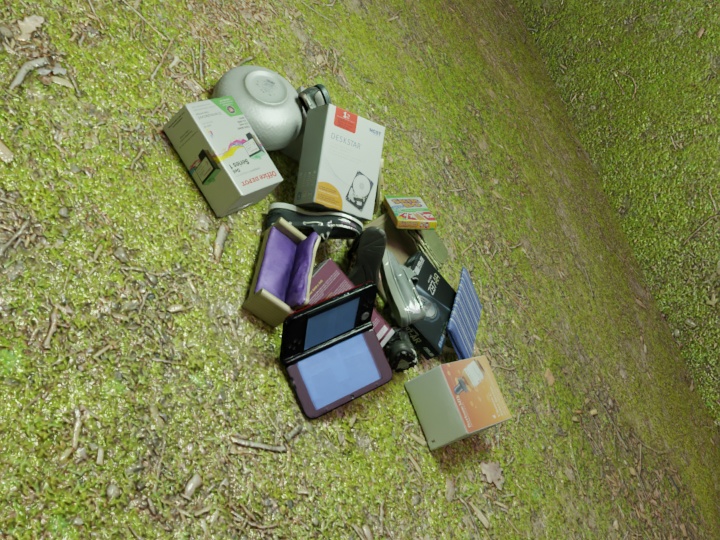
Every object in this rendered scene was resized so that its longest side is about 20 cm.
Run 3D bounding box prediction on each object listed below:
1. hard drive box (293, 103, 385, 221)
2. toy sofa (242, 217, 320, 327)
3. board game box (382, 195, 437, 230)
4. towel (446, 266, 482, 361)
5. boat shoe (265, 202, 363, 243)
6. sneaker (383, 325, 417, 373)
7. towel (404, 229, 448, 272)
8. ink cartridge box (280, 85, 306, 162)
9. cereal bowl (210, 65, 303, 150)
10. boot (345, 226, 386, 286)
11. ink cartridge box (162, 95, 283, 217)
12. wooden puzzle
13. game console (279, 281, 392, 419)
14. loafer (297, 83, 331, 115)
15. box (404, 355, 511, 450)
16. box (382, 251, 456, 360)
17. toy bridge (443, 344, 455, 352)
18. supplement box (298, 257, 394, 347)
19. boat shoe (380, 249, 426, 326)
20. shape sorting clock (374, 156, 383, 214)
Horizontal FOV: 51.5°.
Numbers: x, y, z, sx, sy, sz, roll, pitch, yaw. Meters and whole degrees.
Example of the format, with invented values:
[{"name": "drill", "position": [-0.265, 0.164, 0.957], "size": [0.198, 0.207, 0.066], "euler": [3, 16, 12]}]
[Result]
[{"name": "hard drive box", "position": [-0.042, -0.215, 1.527], "size": [0.154, 0.076, 0.203], "euler": [13, 81, -38]}, {"name": "toy sofa", "position": [-0.145, -0.005, 1.397], "size": [0.082, 0.097, 0.202], "euler": [36, 40, -27]}, {"name": "board game box", "position": [0.115, -0.143, 1.789], "size": [0.094, 0.030, 0.200], "euler": [2, 21, -10]}, {"name": "towel", "position": [0.243, 0.112, 1.760], "size": [0.146, 0.024, 0.201], "euler": [63, 33, -36]}, {"name": "boat shoe", "position": [-0.094, -0.082, 1.501], "size": [0.197, 0.076, 0.061], "euler": [7, 59, -3]}, {"name": "sneaker", "position": [0.072, 0.153, 1.514], "size": [0.200, 0.066, 0.092], "euler": [60, 8, -76]}, {"name": "towel", "position": [0.163, -0.072, 1.853], "size": [0.149, 0.036, 0.200], "euler": [56, 17, -4]}, {"name": "ink cartridge box", "position": [-0.087, -0.305, 1.719], "size": [0.199, 0.085, 0.148], "euler": [26, 47, -40]}, {"name": "cereal bowl", "position": [-0.207, -0.352, 1.552], "size": [0.197, 0.083, 0.202], "euler": [13, 53, -19]}, {"name": "boot", "position": [0.000, 0.000, 1.572], "size": [0.072, 0.203, 0.151], "euler": [14, 6, -6]}, {"name": "ink cartridge box", "position": [-0.260, -0.221, 1.434], "size": [0.201, 0.084, 0.145], "euler": [58, 34, 0]}, {"name": "wooden puzzle", "position": [0.067, -0.030, 1.746], "size": [0.186, 0.037, 0.200], "euler": [57, 38, -1]}, {"name": "game console", "position": [-0.034, 0.141, 1.347], "size": [0.198, 0.174, 0.119], "euler": [-22, 53, -29]}, {"name": "loafer", "position": [-0.084, -0.290, 1.591], "size": [0.062, 0.072, 0.203], "euler": [-24, 106, -28]}, {"name": "box", "position": [0.213, 0.282, 1.614], "size": [0.199, 0.106, 0.154], "euler": [-2, 65, -52]}, {"name": "box", "position": [0.143, 0.077, 1.696], "size": [0.161, 0.043, 0.201], "euler": [48, 40, -16]}, {"name": "toy bridge", "position": [0.185, 0.149, 1.755], "size": [0.199, 0.027, 0.068], "euler": [37, 40, -27]}, {"name": "supplement box", "position": [-0.038, 0.088, 1.457], "size": [0.201, 0.061, 0.109], "euler": [50, 62, -12]}, {"name": "boat shoe", "position": [0.089, 0.032, 1.584], "size": [0.070, 0.071, 0.202], "euler": [-10, 50, -10]}, {"name": "shape sorting clock", "position": [0.031, -0.232, 1.741], "size": [0.039, 0.201, 0.202], "euler": [-2, 55, -4]}]
